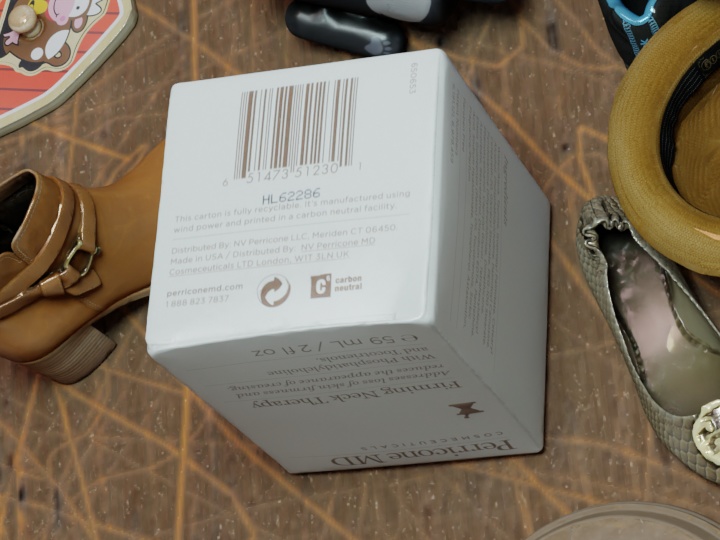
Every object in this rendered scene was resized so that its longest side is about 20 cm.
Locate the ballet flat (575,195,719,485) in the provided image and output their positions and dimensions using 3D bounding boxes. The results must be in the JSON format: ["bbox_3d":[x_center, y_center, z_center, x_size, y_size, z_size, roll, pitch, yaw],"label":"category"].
[{"bbox_3d":[0.173,0.035,1.424,0.067,0.046,0.200,-30,59,9],"label":"ballet flat"}]

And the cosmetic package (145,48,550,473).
[{"bbox_3d":[0.000,0.000,1.425,0.167,0.200,0.166,-7,64,21],"label":"cosmetic package"}]

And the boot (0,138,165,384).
[{"bbox_3d":[-0.169,-0.034,1.541,0.200,0.155,0.077,-48,57,-3],"label":"boot"}]

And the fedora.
[{"bbox_3d":[0.239,-0.072,1.425,0.201,0.082,0.201,-9,60,16],"label":"fedora"}]

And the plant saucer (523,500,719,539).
[{"bbox_3d":[0.139,0.217,1.366,0.200,0.029,0.200,-9,64,19],"label":"plant saucer"}]

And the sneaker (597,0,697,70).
[{"bbox_3d":[0.172,-0.208,1.517,0.073,0.082,0.200,-18,60,17],"label":"sneaker"}]

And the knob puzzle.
[{"bbox_3d":[-0.244,-0.179,1.715,0.220,0.030,0.220,-9,63,19],"label":"knob puzzle"}]

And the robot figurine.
[{"bbox_3d":[0.006,-0.221,1.558,0.200,0.125,0.150,12,77,10],"label":"robot figurine"}]
